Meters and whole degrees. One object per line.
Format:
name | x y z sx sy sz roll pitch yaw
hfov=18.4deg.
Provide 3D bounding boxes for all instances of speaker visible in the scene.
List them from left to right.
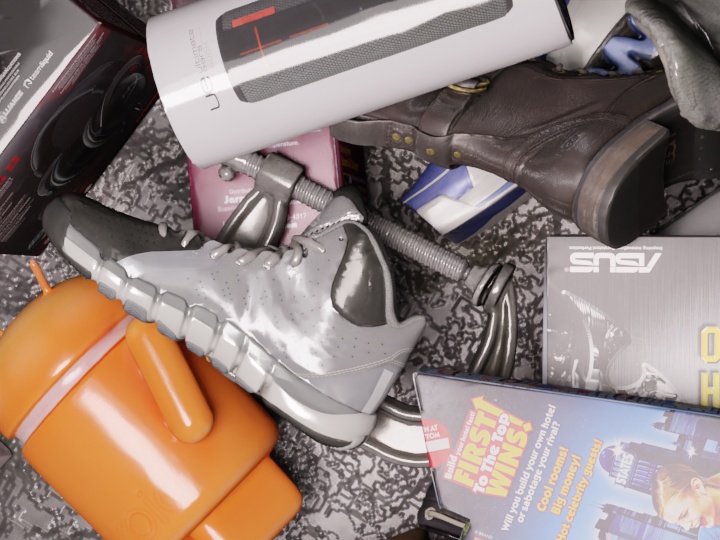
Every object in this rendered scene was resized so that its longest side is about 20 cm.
speaker | -0.002 -0.117 1.086 0.199 0.081 0.082 -17 88 10

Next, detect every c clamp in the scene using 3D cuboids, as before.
c clamp | 0.000 0.000 1.154 0.199 0.027 0.171 32 94 6

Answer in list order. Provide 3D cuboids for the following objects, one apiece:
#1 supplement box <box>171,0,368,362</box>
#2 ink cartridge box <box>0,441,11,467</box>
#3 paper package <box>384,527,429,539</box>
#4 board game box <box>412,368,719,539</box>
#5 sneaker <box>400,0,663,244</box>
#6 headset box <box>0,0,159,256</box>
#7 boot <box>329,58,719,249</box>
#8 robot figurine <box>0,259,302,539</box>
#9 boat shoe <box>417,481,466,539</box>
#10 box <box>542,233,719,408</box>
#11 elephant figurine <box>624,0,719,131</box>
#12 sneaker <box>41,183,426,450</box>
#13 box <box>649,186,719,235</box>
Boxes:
supplement box | -0.045 -0.054 1.228 0.085 0.110 0.202 -6 89 7
ink cartridge box | -0.314 0.144 1.293 0.117 0.067 0.200 42 95 6
paper package | 0.014 0.254 1.181 0.103 0.191 0.201 -20 88 4
board game box | 0.102 0.132 1.061 0.199 0.062 0.201 22 93 12
sneaker | 0.086 -0.115 1.231 0.199 0.081 0.115 -43 81 0
headset box | -0.188 -0.088 1.206 0.077 0.200 0.149 38 95 7
boot | 0.103 -0.094 1.141 0.174 0.200 0.070 26 131 31
robot figurine | -0.124 0.083 1.229 0.200 0.144 0.117 45 93 2
boat shoe | 0.117 0.152 1.198 0.199 0.074 0.061 26 82 29
box | 0.190 0.061 1.099 0.199 0.048 0.160 1 90 11
elephant figurine | 0.189 -0.118 1.013 0.141 0.155 0.201 -26 86 50
sneaker | -0.053 -0.008 1.124 0.199 0.075 0.116 35 94 -3
box | 0.221 0.058 1.182 0.148 0.124 0.201 -35 84 8
